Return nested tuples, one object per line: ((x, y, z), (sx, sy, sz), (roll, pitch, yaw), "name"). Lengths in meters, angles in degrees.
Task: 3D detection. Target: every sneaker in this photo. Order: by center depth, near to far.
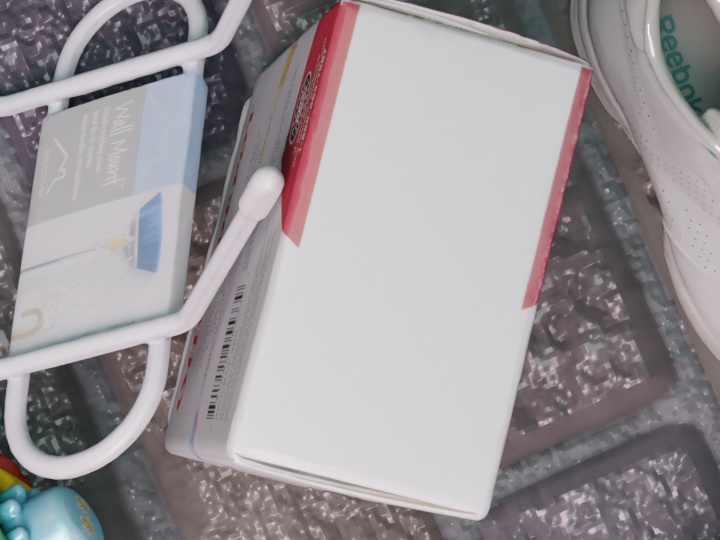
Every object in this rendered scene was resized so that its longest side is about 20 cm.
((0.140, -0.030, 1.016), (0.075, 0.088, 0.200), (-32, 91, -9), "sneaker")

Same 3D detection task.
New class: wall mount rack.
((-0.077, -0.039, 0.944), (0.174, 0.075, 0.200), (-16, 53, 28), "wall mount rack")

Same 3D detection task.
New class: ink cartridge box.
((0.000, 0.000, 0.944), (0.083, 0.200, 0.146), (14, 85, -8), "ink cartridge box")

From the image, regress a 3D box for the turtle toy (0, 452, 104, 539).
((-0.165, 0.098, 0.959), (0.200, 0.146, 0.101), (23, 63, -5), "turtle toy")
